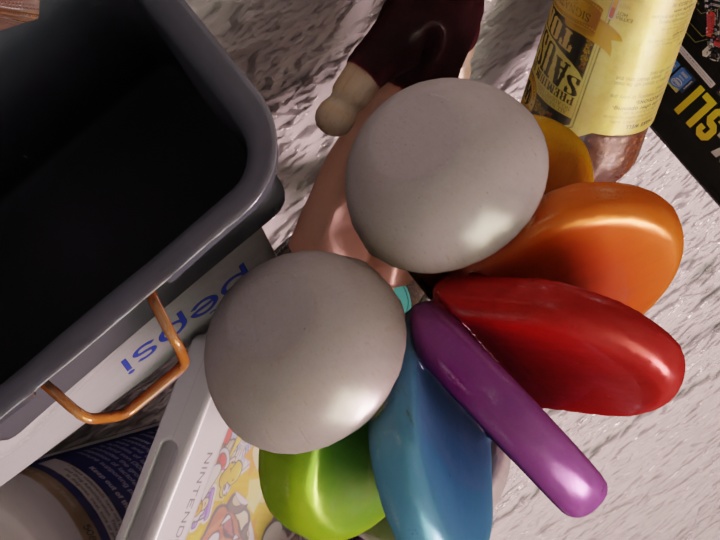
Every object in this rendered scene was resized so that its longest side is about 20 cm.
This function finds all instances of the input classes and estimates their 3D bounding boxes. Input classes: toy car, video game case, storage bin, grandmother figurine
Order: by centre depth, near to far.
[{"bbox_3d":[-0.114,-0.009,0.956,0.200,0.146,0.134,-40,169,4],"label":"storage bin"},{"bbox_3d":[0.050,0.038,1.011,0.200,0.150,0.175,-51,144,-7],"label":"toy car"},{"bbox_3d":[0.023,-0.081,1.059,0.121,0.061,0.200,-47,160,-65],"label":"grandmother figurine"},{"bbox_3d":[-0.054,0.122,1.181,0.200,0.023,0.182,11,102,-64],"label":"video game case"}]

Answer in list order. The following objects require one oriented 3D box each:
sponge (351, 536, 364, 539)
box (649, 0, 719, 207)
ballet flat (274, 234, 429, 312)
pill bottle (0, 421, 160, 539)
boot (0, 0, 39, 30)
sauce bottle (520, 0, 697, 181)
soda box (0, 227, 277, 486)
[{"bbox_3d":[0.005,0.153,1.266,0.200,0.030,0.112,-72,-177,-62],"label":"sponge"},{"bbox_3d":[0.220,-0.096,1.211,0.160,0.200,0.049,-44,157,11],"label":"box"},{"bbox_3d":[0.000,0.000,1.188,0.200,0.072,0.072,-40,166,-48],"label":"ballet flat"},{"bbox_3d":[-0.106,0.136,1.266,0.200,0.116,0.116,-14,148,-47],"label":"pill bottle"},{"bbox_3d":[-0.143,-0.125,0.756,0.186,0.064,0.200,-35,159,28],"label":"boot"},{"bbox_3d":[0.110,-0.085,1.191,0.066,0.066,0.200,-19,137,-40],"label":"sauce bottle"},{"bbox_3d":[-0.133,0.027,1.076,0.200,0.063,0.068,-37,158,-6],"label":"soda box"}]
